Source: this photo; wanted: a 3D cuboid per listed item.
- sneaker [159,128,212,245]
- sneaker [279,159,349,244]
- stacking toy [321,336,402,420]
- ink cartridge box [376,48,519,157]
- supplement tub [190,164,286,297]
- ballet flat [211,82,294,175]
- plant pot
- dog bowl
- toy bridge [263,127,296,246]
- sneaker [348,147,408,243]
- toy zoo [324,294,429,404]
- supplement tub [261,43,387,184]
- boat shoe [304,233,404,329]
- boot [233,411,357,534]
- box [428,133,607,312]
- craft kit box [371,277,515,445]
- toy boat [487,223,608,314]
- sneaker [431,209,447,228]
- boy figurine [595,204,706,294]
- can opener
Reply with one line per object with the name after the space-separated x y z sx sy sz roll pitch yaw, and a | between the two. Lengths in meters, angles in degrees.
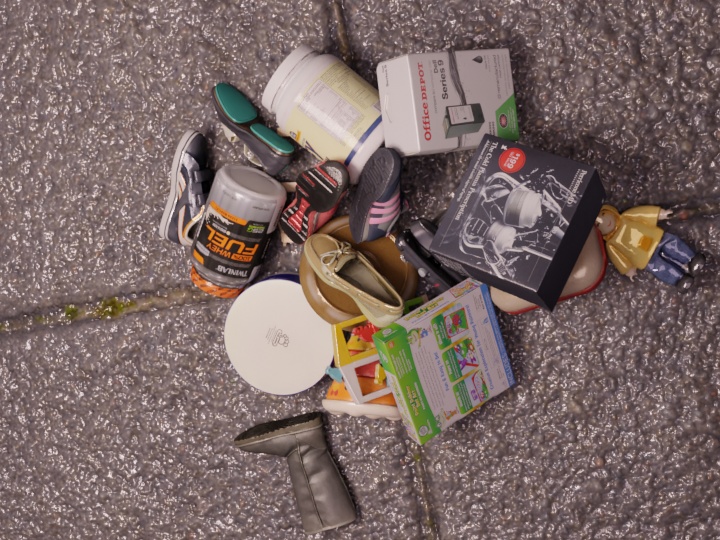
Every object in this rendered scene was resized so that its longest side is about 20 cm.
-0.280 -0.137 1.504 0.079 0.078 0.201 21 112 13 | sneaker
-0.062 -0.124 1.410 0.074 0.087 0.200 47 142 3 | sneaker
0.016 0.144 1.473 0.145 0.146 0.201 3 79 11 | stacking toy
0.135 -0.254 1.344 0.199 0.084 0.147 -12 97 -31 | ink cartridge box
-0.208 -0.063 1.465 0.122 0.123 0.201 26 114 7 | supplement tub
-0.189 -0.229 1.471 0.200 0.073 0.073 45 104 20 | ballet flat
0.000 0.000 1.447 0.199 0.027 0.201 1 77 -6 | plant pot
-0.127 0.107 1.502 0.199 0.079 0.201 2 98 12 | dog bowl
-0.132 -0.141 1.498 0.067 0.027 0.201 1 97 14 | toy bridge
0.042 -0.120 1.370 0.082 0.200 0.070 -9 61 -23 | sneaker
0.036 0.128 1.397 0.199 0.020 0.132 -16 88 -23 | toy zoo
-0.042 -0.250 1.406 0.200 0.145 0.145 39 103 5 | supplement tub
-0.008 0.006 1.382 0.073 0.063 0.201 -34 70 -27 | boat shoe
-0.114 0.361 1.545 0.181 0.073 0.201 -13 101 15 | boot
0.231 -0.072 1.293 0.181 0.104 0.201 23 82 29 | box
0.135 0.142 1.390 0.197 0.048 0.201 -30 117 -21 | craft kit box
0.297 0.002 1.384 0.199 0.131 0.131 -20 59 28 | toy boat
0.216 -0.084 1.422 0.199 0.070 0.081 -23 108 16 | sneaker
0.436 -0.050 1.377 0.199 0.064 0.125 33 105 3 | boy figurine
0.132 0.005 1.428 0.200 0.079 0.063 50 62 -14 | can opener
